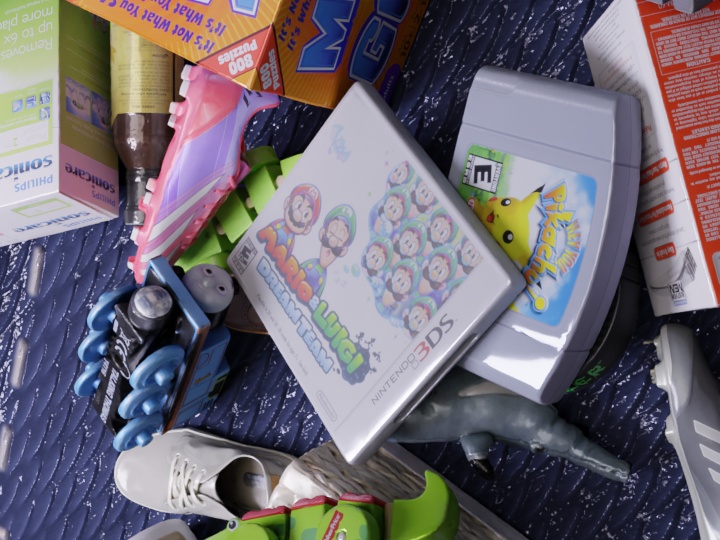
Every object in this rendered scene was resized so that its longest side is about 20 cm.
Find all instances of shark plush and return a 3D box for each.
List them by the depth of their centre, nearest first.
[{"bbox_3d":[0.092,0.118,0.786,0.199,0.084,0.091,25,143,5],"label":"shark plush"}]

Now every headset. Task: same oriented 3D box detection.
[{"bbox_3d":[0.120,-0.017,0.749,0.123,0.094,0.202,-29,54,40],"label":"headset"}]

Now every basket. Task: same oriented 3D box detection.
[{"bbox_3d":[0.021,0.226,0.800,0.199,0.123,0.136,33,105,22],"label":"basket"}]

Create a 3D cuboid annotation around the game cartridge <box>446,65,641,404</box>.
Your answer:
[{"bbox_3d":[0.109,-0.024,0.704,0.133,0.040,0.202,21,103,39],"label":"game cartridge"}]

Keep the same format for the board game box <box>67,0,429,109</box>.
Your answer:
[{"bbox_3d":[-0.068,-0.249,0.789,0.199,0.199,0.201,28,104,23],"label":"board game box"}]

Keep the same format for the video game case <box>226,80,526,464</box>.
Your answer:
[{"bbox_3d":[0.000,0.000,0.761,0.182,0.024,0.201,-51,56,26],"label":"video game case"}]

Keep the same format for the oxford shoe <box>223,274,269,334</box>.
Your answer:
[{"bbox_3d":[-0.043,0.011,0.854,0.199,0.073,0.072,-13,85,27],"label":"oxford shoe"}]

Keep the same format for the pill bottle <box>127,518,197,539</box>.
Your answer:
[{"bbox_3d":[-0.141,0.319,0.889,0.120,0.119,0.200,-45,72,21],"label":"pill bottle"}]

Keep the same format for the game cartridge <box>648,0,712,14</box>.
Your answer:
[{"bbox_3d":[0.171,-0.226,0.685,0.129,0.039,0.200,-37,44,-20],"label":"game cartridge"}]

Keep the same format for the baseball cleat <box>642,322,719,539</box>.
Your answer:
[{"bbox_3d":[0.257,0.125,0.715,0.106,0.070,0.202,-13,95,20],"label":"baseball cleat"}]

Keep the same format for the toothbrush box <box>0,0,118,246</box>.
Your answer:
[{"bbox_3d":[-0.293,-0.136,0.944,0.144,0.086,0.202,-11,74,22],"label":"toothbrush box"}]

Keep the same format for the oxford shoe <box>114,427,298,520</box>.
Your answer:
[{"bbox_3d":[-0.134,0.176,0.917,0.198,0.058,0.076,1,95,29],"label":"oxford shoe"}]

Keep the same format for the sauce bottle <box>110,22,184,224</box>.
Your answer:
[{"bbox_3d":[-0.182,-0.139,0.927,0.064,0.065,0.202,1,91,27],"label":"sauce bottle"}]

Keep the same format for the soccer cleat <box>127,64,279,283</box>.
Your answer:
[{"bbox_3d":[-0.126,-0.065,0.841,0.076,0.067,0.201,16,119,-13],"label":"soccer cleat"}]

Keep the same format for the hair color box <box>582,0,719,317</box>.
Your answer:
[{"bbox_3d":[0.208,-0.076,0.695,0.063,0.111,0.202,-12,86,-4],"label":"hair color box"}]

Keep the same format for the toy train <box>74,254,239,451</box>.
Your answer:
[{"bbox_3d":[-0.157,0.063,0.858,0.087,0.114,0.200,49,144,16],"label":"toy train"}]

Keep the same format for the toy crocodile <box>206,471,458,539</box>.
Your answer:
[{"bbox_3d":[-0.029,0.177,0.717,0.199,0.067,0.062,-16,57,27],"label":"toy crocodile"}]

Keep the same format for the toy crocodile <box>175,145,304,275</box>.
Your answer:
[{"bbox_3d":[-0.098,-0.043,0.895,0.199,0.062,0.068,-32,76,29],"label":"toy crocodile"}]
